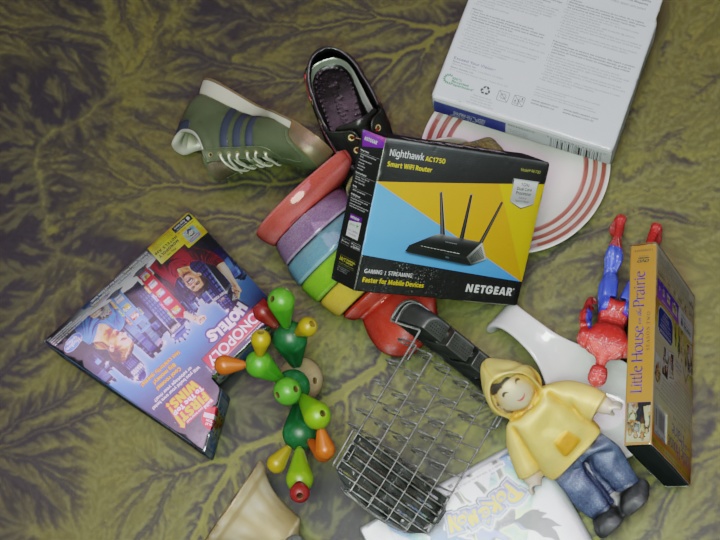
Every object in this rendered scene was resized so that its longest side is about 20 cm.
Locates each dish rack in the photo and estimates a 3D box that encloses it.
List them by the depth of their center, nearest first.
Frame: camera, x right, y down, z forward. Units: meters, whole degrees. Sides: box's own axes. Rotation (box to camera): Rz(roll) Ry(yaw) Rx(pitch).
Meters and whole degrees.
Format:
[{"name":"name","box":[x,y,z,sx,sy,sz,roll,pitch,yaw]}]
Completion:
[{"name":"dish rack","box":[0.057,0.148,1.696,0.153,0.054,0.201,38,77,-29]}]

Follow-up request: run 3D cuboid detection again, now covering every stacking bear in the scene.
[{"name":"stacking bear","box":[0.000,0.000,1.762,0.114,0.121,0.200,-40,86,-27]}]

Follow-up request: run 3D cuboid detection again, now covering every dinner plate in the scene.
[{"name":"dinner plate","box":[0.160,-0.112,1.818,0.199,0.024,0.201,-1,76,5]}]

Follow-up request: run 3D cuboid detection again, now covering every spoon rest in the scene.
[{"name":"spoon rest","box":[0.209,0.106,1.737,0.200,0.061,0.099,41,83,15]}]

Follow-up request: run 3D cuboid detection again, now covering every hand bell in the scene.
[{"name":"hand bell","box":[-0.047,0.285,1.716,0.200,0.104,0.104,35,81,0]}]

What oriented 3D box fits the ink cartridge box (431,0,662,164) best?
[{"name":"ink cartridge box","box":[0.198,-0.230,1.815,0.195,0.043,0.201,18,71,11]}]

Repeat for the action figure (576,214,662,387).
[{"name":"action figure","box":[0.253,0.034,1.724,0.065,0.052,0.201,17,50,7]}]

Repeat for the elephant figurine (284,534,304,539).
[{"name":"elephant figurine","box":[0.012,0.326,1.620,0.199,0.142,0.156,16,80,-5]}]

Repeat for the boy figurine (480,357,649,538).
[{"name":"boy figurine","box":[0.194,0.156,1.682,0.124,0.064,0.200,-39,96,12]}]

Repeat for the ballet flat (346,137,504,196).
[{"name":"ballet flat","box":[0.065,-0.104,1.748,0.199,0.071,0.071,-5,72,-29]}]

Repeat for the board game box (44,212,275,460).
[{"name":"board game box","box":[-0.181,0.082,1.781,0.200,0.062,0.200,-42,77,-6]}]

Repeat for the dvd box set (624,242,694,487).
[{"name":"dvd box set","box":[0.289,0.093,1.678,0.029,0.146,0.201,-5,67,25]}]

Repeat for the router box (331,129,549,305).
[{"name":"router box","box":[0.078,-0.049,1.695,0.199,0.051,0.150,5,102,-34]}]

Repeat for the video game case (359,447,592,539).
[{"name":"video game case","box":[0.127,0.287,1.717,0.199,0.022,0.183,-28,75,-2]}]

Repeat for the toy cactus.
[{"name":"toy cactus","box":[-0.071,0.117,1.708,0.102,0.165,0.201,-16,93,7]}]

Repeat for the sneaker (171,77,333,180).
[{"name":"sneaker","box":[-0.119,-0.125,1.803,0.200,0.067,0.090,30,81,40]}]

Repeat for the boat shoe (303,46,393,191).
[{"name":"boat shoe","box":[-0.003,-0.140,1.822,0.073,0.063,0.202,-25,76,-4]}]
